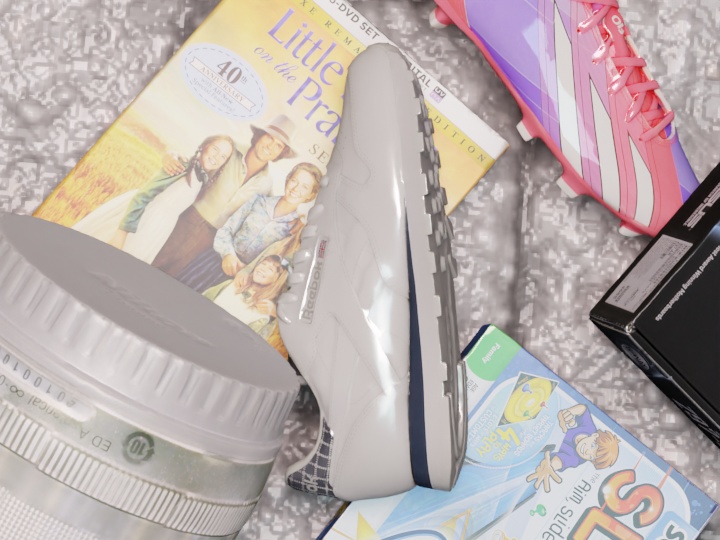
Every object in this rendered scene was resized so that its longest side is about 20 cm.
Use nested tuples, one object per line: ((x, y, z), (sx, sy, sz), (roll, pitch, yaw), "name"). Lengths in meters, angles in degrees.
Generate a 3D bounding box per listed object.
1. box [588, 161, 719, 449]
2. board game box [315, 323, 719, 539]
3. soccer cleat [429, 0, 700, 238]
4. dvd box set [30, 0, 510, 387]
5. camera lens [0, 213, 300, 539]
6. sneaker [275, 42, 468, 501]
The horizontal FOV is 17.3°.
((0.225, 0.001, 1.073), (0.160, 0.044, 0.200), (44, 83, -19), "box")
((0.049, 0.143, 1.076), (0.135, 0.034, 0.200), (38, 85, -1), "board game box")
((0.097, -0.097, 1.064), (0.076, 0.067, 0.200), (-39, 97, 26), "soccer cleat")
((-0.050, -0.029, 1.081), (0.146, 0.029, 0.200), (42, 85, -1), "dvd box set")
((-0.135, 0.098, 0.985), (0.160, 0.160, 0.200), (30, 99, -2), "camera lens")
((0.000, 0.000, 1.036), (0.080, 0.076, 0.200), (-4, 84, 13), "sneaker")
